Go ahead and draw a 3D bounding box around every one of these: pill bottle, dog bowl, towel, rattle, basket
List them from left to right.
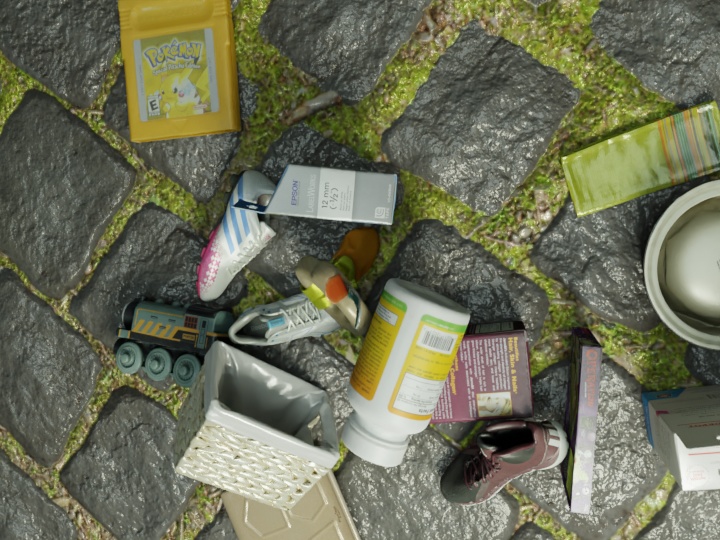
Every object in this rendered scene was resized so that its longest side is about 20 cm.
[{"bbox_3d":[-0.143,0.214,0.871,0.197,0.137,0.124,30,110,-26],"label":"basket"},{"bbox_3d":[0.000,0.000,0.799,0.141,0.200,0.132,-30,81,-13],"label":"rattle"},{"bbox_3d":[0.048,0.124,0.780,0.109,0.111,0.205,22,97,9],"label":"pill bottle"},{"bbox_3d":[0.362,-0.141,0.825,0.195,0.018,0.088,-19,90,13],"label":"towel"},{"bbox_3d":[0.441,-0.008,0.792,0.194,0.074,0.207,1,95,12],"label":"dog bowl"}]

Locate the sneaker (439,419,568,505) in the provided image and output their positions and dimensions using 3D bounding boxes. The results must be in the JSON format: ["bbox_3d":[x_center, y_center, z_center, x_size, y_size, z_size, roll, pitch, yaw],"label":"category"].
[{"bbox_3d":[0.160,0.238,0.835,0.198,0.114,0.077,-37,49,25],"label":"sneaker"}]

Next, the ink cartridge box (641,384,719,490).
[{"bbox_3d":[0.412,0.197,0.751,0.112,0.200,0.070,-9,94,12],"label":"ink cartridge box"}]

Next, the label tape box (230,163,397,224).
[{"bbox_3d":[-0.061,-0.102,0.827,0.194,0.143,0.068,7,97,-8],"label":"label tape box"}]

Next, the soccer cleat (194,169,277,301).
[{"bbox_3d":[-0.171,-0.040,0.920,0.084,0.070,0.205,23,99,9],"label":"soccer cleat"}]

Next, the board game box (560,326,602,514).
[{"bbox_3d":[0.279,0.184,0.820,0.031,0.120,0.207,3,96,8],"label":"board game box"}]

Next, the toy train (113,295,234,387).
[{"bbox_3d":[-0.273,0.103,0.949,0.194,0.085,0.118,8,84,20],"label":"toy train"}]

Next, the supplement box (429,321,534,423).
[{"bbox_3d":[0.128,0.137,0.865,0.194,0.086,0.114,-6,93,13],"label":"supplement box"}]

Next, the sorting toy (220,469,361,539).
[{"bbox_3d":[-0.096,0.386,0.966,0.196,0.036,0.189,-24,90,18],"label":"sorting toy"}]

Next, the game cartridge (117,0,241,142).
[{"bbox_3d":[-0.264,-0.298,0.937,0.171,0.032,0.207,-4,95,12],"label":"game cartridge"}]

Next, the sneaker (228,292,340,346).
[{"bbox_3d":[-0.096,0.070,0.908,0.195,0.087,0.077,-20,89,11],"label":"sneaker"}]
